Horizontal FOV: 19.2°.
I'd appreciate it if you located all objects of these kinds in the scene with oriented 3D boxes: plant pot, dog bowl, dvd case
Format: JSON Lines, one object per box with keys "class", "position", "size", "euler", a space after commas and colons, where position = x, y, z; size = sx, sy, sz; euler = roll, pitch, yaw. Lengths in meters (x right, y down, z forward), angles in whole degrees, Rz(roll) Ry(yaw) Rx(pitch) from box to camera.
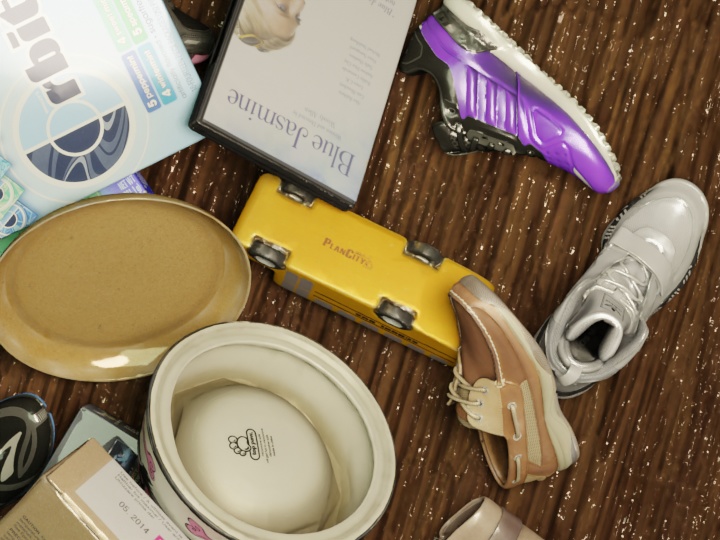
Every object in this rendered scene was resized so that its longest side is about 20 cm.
{"class": "plant pot", "position": [-0.183, 0.009, 1.600], "size": [0.200, 0.200, 0.028], "euler": [-16, 48, -1]}
{"class": "dog bowl", "position": [-0.077, 0.140, 1.588], "size": [0.200, 0.074, 0.200], "euler": [16, 50, -20]}
{"class": "dvd case", "position": [-0.040, -0.161, 1.609], "size": [0.143, 0.018, 0.200], "euler": [28, 63, -23]}

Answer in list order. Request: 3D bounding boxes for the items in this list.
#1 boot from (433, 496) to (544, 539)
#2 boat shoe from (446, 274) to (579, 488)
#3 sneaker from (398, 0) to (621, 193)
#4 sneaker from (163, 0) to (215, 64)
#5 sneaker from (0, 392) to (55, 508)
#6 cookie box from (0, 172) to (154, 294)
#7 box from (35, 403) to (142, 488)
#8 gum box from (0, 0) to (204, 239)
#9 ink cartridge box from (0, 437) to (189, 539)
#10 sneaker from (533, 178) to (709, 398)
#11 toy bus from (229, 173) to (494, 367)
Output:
{"class": "boot", "position": [0.133, 0.232, 1.623], "size": [0.200, 0.070, 0.146], "euler": [-36, 101, 8]}
{"class": "boat shoe", "position": [0.103, 0.091, 1.592], "size": [0.072, 0.076, 0.200], "euler": [-33, 125, -10]}
{"class": "sneaker", "position": [0.110, -0.117, 1.652], "size": [0.100, 0.070, 0.200], "euler": [-45, 85, 5]}
{"class": "sneaker", "position": [-0.186, -0.225, 1.611], "size": [0.200, 0.079, 0.095], "euler": [25, 97, -30]}
{"class": "sneaker", "position": [-0.317, 0.168, 1.624], "size": [0.200, 0.083, 0.071], "euler": [-34, 89, -2]}
{"class": "cookie box", "position": [-0.285, -0.092, 1.637], "size": [0.171, 0.075, 0.200], "euler": [-35, 88, -3]}
{"class": "box", "position": [-0.197, 0.227, 1.639], "size": [0.158, 0.051, 0.200], "euler": [31, 89, 0]}
{"class": "gum box", "position": [-0.227, -0.137, 1.557], "size": [0.200, 0.045, 0.170], "euler": [-26, 107, -7]}
{"class": "ink cartridge box", "position": [-0.187, 0.248, 1.542], "size": [0.200, 0.075, 0.165], "euler": [47, 121, 1]}
{"class": "sneaker", "position": [0.204, 0.014, 1.619], "size": [0.075, 0.115, 0.200], "euler": [37, 88, 1]}
{"class": "toy bus", "position": [0.000, 0.000, 1.632], "size": [0.200, 0.078, 0.065], "euler": [25, 76, 0]}
